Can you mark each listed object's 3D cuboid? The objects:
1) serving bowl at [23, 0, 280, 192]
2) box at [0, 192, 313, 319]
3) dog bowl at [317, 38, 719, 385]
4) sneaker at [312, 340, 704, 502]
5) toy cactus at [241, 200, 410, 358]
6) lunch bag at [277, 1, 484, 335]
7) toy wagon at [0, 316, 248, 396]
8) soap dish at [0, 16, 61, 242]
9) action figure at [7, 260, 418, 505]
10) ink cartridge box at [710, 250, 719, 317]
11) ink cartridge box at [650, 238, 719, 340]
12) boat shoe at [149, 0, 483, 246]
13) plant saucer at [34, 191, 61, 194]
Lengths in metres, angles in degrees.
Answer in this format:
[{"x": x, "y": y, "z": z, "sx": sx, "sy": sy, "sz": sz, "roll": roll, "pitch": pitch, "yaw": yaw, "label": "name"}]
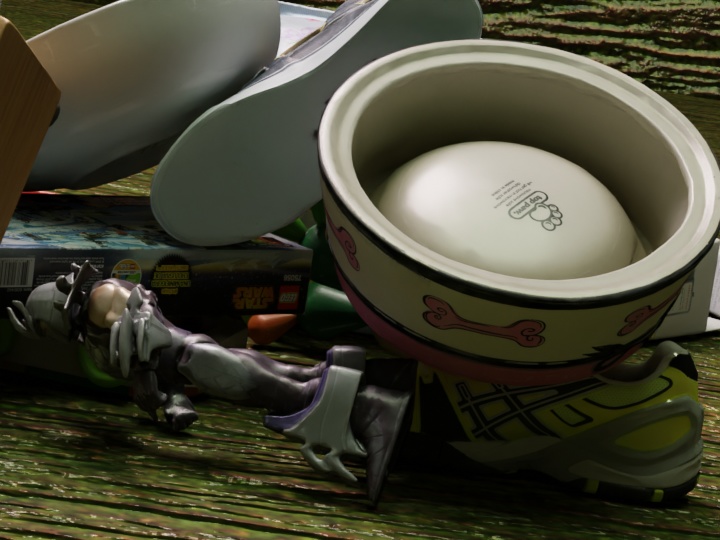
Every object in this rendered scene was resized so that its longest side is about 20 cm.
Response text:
[{"x": -0.128, "y": -0.089, "z": 1.354, "sx": 0.199, "sy": 0.066, "sz": 0.200, "roll": -22, "pitch": -4, "yaw": -2, "label": "serving bowl"}, {"x": -0.144, "y": -0.009, "z": 1.334, "sx": 0.199, "sy": 0.040, "sz": 0.137, "roll": 0, "pitch": 14, "yaw": -38, "label": "box"}, {"x": 0.073, "y": -0.025, "z": 1.236, "sx": 0.198, "sy": 0.074, "sz": 0.201, "roll": 6, "pitch": 39, "yaw": -5, "label": "dog bowl"}, {"x": 0.073, "y": 0.060, "z": 1.264, "sx": 0.198, "sy": 0.077, "sz": 0.075, "roll": 8, "pitch": 12, "yaw": 0, "label": "sneaker"}, {"x": 0.000, "y": 0.000, "z": 1.430, "sx": 0.165, "sy": 0.200, "sz": 0.103, "roll": 37, "pitch": 45, "yaw": -7, "label": "toy cactus"}, {"x": 0.013, "y": -0.056, "z": 1.532, "sx": 0.198, "sy": 0.171, "sz": 0.127, "roll": 10, "pitch": 35, "yaw": 3, "label": "lunch bag"}, {"x": -0.163, "y": 0.025, "z": 1.358, "sx": 0.198, "sy": 0.040, "sz": 0.155, "roll": 10, "pitch": 10, "yaw": 13, "label": "toy wagon"}, {"x": -0.234, "y": -0.034, "z": 1.225, "sx": 0.081, "sy": 0.201, "sz": 0.157, "roll": 24, "pitch": -3, "yaw": -42, "label": "soap dish"}, {"x": -0.073, "y": 0.046, "z": 1.193, "sx": 0.199, "sy": 0.070, "sz": 0.130, "roll": 17, "pitch": -1, "yaw": 6, "label": "action figure"}, {"x": 0.344, "y": 0.033, "z": 1.759, "sx": 0.159, "sy": 0.048, "sz": 0.200, "roll": 2, "pitch": 19, "yaw": -35, "label": "ink cartridge box"}, {"x": 0.155, "y": 0.001, "z": 1.673, "sx": 0.117, "sy": 0.068, "sz": 0.199, "roll": 16, "pitch": 13, "yaw": 37, "label": "ink cartridge box"}, {"x": -0.026, "y": -0.082, "z": 1.330, "sx": 0.200, "sy": 0.071, "sz": 0.091, "roll": -36, "pitch": 10, "yaw": -6, "label": "boat shoe"}, {"x": -0.199, "y": -0.015, "z": 1.558, "sx": 0.198, "sy": 0.037, "sz": 0.200, "roll": 10, "pitch": 10, "yaw": 8, "label": "plant saucer"}]
